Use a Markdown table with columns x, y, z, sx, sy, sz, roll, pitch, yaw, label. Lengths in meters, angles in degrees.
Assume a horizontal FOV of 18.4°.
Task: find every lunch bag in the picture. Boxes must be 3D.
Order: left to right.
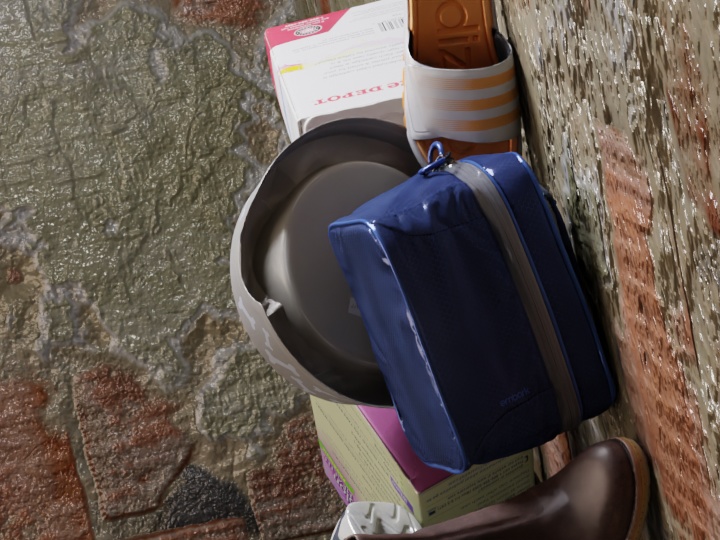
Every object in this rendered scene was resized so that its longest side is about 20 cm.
| x | y | z | sx | sy | sz | roll | pitch | yaw | label |
| --- | --- | --- | --- | --- | --- | --- | --- | --- | --- |
| 0.075 | 0.016 | 1.422 | 0.201 | 0.132 | 0.136 | 69 | 166 | -7 | lunch bag |

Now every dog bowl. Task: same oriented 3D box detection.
| x | y | z | sx | sy | sz | roll | pitch | yaw | label |
| --- | --- | --- | --- | --- | --- | --- | --- | --- | --- |
| 0.000 | 0.000 | 1.520 | 0.059 | 0.199 | 0.202 | -26 | 75 | 58 | dog bowl |

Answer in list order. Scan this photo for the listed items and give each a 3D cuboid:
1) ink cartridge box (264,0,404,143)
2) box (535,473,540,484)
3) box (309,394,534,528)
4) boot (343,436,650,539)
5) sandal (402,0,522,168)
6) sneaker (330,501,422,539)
| x | y | z | sx | sy | sz | roll | pitch | yaw | label |
| --- | --- | --- | --- | --- | --- | --- | --- | --- | --- |
| 0.012 | -0.136 | 1.752 | 0.200 | 0.146 | 0.086 | -108 | 6 | -60 | ink cartridge box |
| 0.067 | 0.244 | 1.770 | 0.049 | 0.199 | 0.162 | 56 | -174 | -31 | box |
| 0.045 | 0.134 | 1.635 | 0.176 | 0.096 | 0.201 | 52 | 162 | 35 | box |
| 0.069 | 0.173 | 1.347 | 0.201 | 0.165 | 0.073 | -57 | 40 | 31 | boot |
| 0.063 | -0.147 | 1.490 | 0.059 | 0.079 | 0.208 | -108 | 8 | -77 | sandal |
| 0.014 | 0.266 | 1.492 | 0.200 | 0.079 | 0.130 | 59 | 137 | 44 | sneaker |
